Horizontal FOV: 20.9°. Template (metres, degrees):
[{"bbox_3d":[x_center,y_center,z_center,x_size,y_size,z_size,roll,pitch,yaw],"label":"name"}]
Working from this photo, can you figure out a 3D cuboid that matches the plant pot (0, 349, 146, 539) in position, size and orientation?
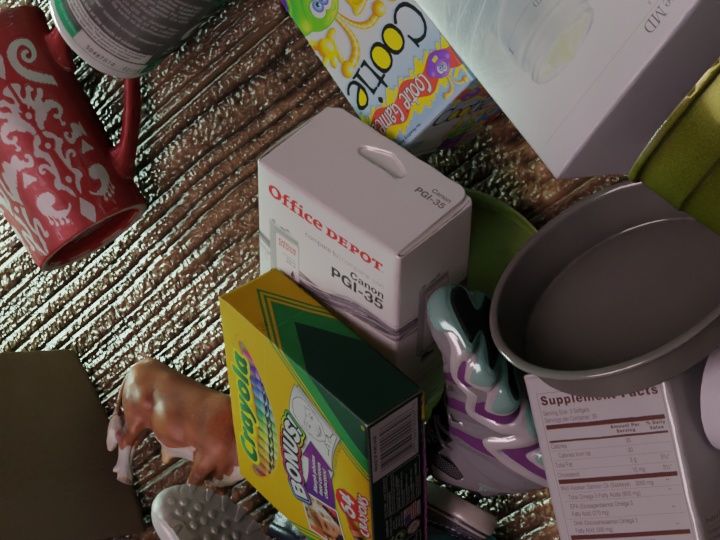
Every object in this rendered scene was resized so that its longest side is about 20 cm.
[{"bbox_3d":[-0.339,0.168,1.775,0.200,0.200,0.177,-11,84,39],"label":"plant pot"}]

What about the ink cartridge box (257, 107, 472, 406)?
[{"bbox_3d":[0.000,0.000,1.447,0.146,0.083,0.200,35,146,27],"label":"ink cartridge box"}]

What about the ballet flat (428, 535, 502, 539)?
[{"bbox_3d":[0.043,0.254,1.579,0.200,0.073,0.073,-11,94,33],"label":"ballet flat"}]

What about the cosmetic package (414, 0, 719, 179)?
[{"bbox_3d":[0.164,-0.201,1.314,0.200,0.123,0.199,53,127,23],"label":"cosmetic package"}]

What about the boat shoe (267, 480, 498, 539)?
[{"bbox_3d":[0.015,0.205,1.558,0.200,0.075,0.093,15,77,42],"label":"boat shoe"}]

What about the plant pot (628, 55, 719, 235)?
[{"bbox_3d":[0.307,-0.068,1.224,0.193,0.200,0.200,43,124,10],"label":"plant pot"}]

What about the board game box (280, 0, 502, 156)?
[{"bbox_3d":[0.027,-0.195,1.448,0.103,0.105,0.200,-44,73,37],"label":"board game box"}]

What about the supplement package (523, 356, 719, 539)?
[{"bbox_3d":[0.212,0.151,1.384,0.117,0.117,0.200,-10,95,38],"label":"supplement package"}]

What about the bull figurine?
[{"bbox_3d":[-0.138,0.147,1.676,0.200,0.065,0.122,23,88,38],"label":"bull figurine"}]

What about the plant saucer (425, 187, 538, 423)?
[{"bbox_3d":[0.087,0.032,1.505,0.200,0.031,0.200,11,109,36],"label":"plant saucer"}]

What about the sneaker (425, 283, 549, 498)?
[{"bbox_3d":[0.068,0.103,1.428,0.140,0.078,0.200,-21,121,29],"label":"sneaker"}]

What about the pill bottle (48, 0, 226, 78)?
[{"bbox_3d":[-0.153,-0.251,1.566,0.200,0.113,0.113,-36,79,38],"label":"pill bottle"}]

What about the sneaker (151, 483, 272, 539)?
[{"bbox_3d":[-0.106,0.257,1.639,0.200,0.076,0.080,42,138,-18],"label":"sneaker"}]

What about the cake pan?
[{"bbox_3d":[0.186,0.012,1.338,0.200,0.200,0.037,-4,132,38],"label":"cake pan"}]

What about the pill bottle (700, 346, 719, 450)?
[{"bbox_3d":[0.330,0.088,1.280,0.200,0.111,0.111,4,103,37],"label":"pill bottle"}]

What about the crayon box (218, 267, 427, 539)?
[{"bbox_3d":[-0.027,0.123,1.453,0.172,0.058,0.200,38,146,35],"label":"crayon box"}]

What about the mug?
[{"bbox_3d":[-0.270,-0.121,1.681,0.177,0.133,0.200,-37,81,39],"label":"mug"}]
